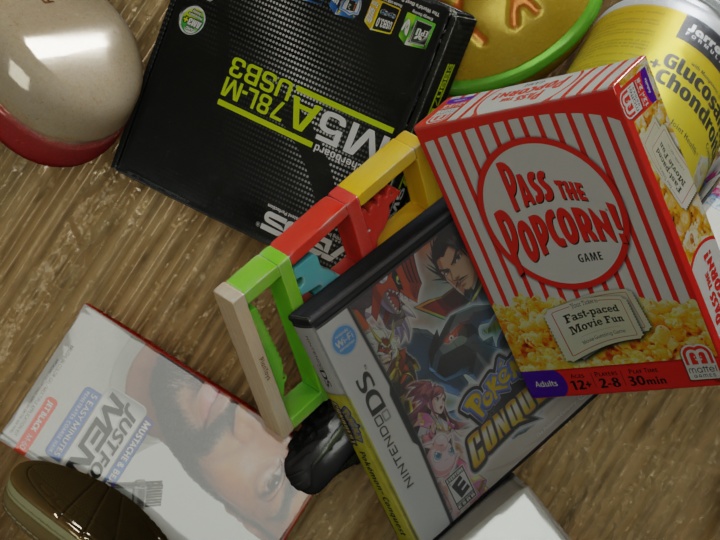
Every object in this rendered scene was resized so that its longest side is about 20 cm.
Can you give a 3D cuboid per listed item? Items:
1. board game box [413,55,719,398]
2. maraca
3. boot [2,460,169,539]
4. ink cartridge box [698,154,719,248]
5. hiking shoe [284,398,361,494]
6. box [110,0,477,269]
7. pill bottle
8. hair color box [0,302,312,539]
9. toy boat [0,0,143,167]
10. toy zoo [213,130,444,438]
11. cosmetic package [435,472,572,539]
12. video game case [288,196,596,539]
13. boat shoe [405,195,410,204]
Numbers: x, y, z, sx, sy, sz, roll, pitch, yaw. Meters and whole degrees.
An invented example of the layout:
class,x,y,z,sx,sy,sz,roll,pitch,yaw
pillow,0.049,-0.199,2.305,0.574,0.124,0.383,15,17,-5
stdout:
class,x,y,z,sx,sy,sz,roll,pitch,yaw
board game box,0.138,-0.021,1.137,0.046,0.151,0.200,-41,113,-43
maraca,0.070,-0.171,1.264,0.200,0.107,0.137,-23,50,12
boot,-0.178,0.231,1.227,0.200,0.072,0.155,36,115,-6
ink cartridge box,0.264,-0.035,1.237,0.084,0.145,0.200,37,88,2
hiking shoe,0.040,0.098,1.239,0.200,0.076,0.101,-38,94,-27
box,-0.048,-0.117,1.239,0.200,0.048,0.193,27,101,19
pill bottle,0.188,-0.110,1.226,0.112,0.112,0.200,30,54,1
hair color box,-0.131,0.121,1.266,0.200,0.064,0.111,32,86,0
toy boat,-0.243,-0.143,1.260,0.200,0.130,0.131,51,130,21
toy zoo,0.000,0.000,1.189,0.020,0.131,0.200,30,61,37
cosmetic package,0.075,0.258,1.208,0.200,0.165,0.165,-38,89,-2
video game case,0.066,0.051,1.203,0.200,0.025,0.181,-37,114,-28
boat shoe,0.079,-0.070,1.276,0.199,0.068,0.074,-19,87,-1
